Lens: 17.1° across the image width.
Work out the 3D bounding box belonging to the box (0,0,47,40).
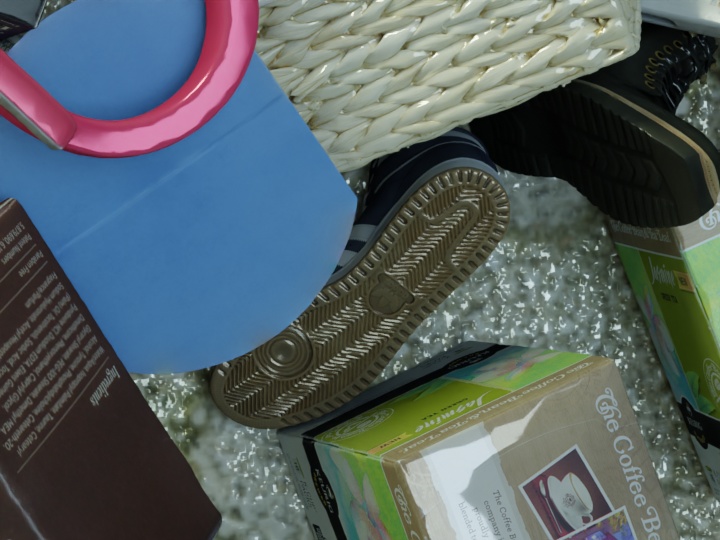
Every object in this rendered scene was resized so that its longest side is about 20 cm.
[{"bbox_3d":[-0.252,-0.181,1.166,0.199,0.141,0.079,20,86,-19],"label":"box"}]

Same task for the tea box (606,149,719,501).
[{"bbox_3d":[0.273,0.013,1.347,0.199,0.134,0.197,-25,97,-8],"label":"tea box"}]

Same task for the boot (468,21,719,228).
[{"bbox_3d":[0.162,-0.098,1.295,0.138,0.200,0.078,-28,122,-21],"label":"boot"}]

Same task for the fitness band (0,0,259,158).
[{"bbox_3d":[-0.136,-0.142,1.120,0.200,0.037,0.144,46,73,-21],"label":"fitness band"}]

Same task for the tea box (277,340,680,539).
[{"bbox_3d":[0.074,0.156,1.262,0.133,0.197,0.201,-24,98,-19],"label":"tea box"}]

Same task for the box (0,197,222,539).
[{"bbox_3d":[-0.200,0.105,1.143,0.166,0.164,0.200,-28,101,20],"label":"box"}]

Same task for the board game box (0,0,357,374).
[{"bbox_3d":[-0.104,-0.047,1.209,0.158,0.039,0.200,-35,108,2],"label":"board game box"}]

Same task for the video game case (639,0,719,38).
[{"bbox_3d":[0.174,-0.233,1.318,0.023,0.181,0.201,36,75,-53],"label":"video game case"}]

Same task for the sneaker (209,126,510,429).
[{"bbox_3d":[0.000,0.000,1.309,0.200,0.109,0.070,-41,108,15],"label":"sneaker"}]

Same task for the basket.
[{"bbox_3d":[0.040,-0.147,1.239,0.199,0.136,0.124,-20,107,14],"label":"basket"}]

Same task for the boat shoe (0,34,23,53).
[{"bbox_3d":[-0.122,-0.041,1.262,0.200,0.071,0.091,28,95,-21],"label":"boat shoe"}]
